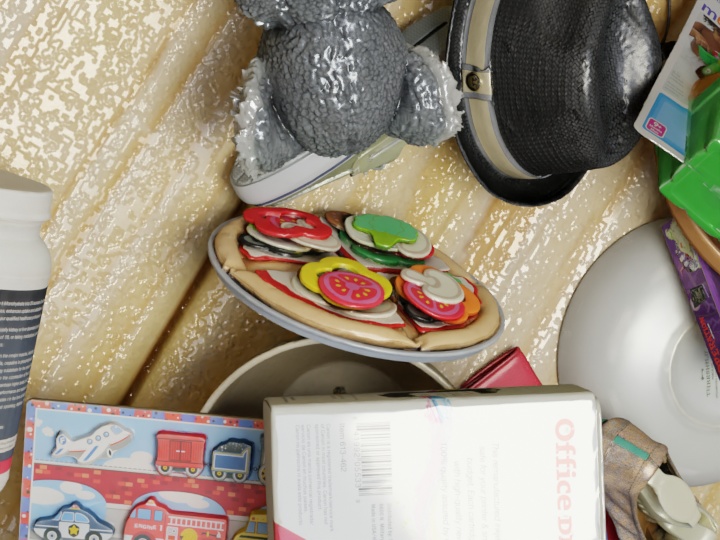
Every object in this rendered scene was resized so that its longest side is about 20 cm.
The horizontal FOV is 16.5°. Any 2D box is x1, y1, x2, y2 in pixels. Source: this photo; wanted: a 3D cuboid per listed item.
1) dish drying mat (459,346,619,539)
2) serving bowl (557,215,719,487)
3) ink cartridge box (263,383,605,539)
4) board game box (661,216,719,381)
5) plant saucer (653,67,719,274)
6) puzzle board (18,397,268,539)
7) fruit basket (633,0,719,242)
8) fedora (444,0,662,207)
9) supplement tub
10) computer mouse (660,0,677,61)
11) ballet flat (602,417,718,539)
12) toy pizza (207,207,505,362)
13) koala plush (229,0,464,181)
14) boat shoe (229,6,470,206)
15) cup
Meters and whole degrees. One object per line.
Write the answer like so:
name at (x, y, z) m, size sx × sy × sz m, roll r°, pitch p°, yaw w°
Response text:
dish drying mat at (0.131, 0.154, 1.773) m, size 0.077 × 0.018 × 0.200 m, roll -36°, pitch 109°, yaw -8°
serving bowl at (0.244, 0.063, 1.771) m, size 0.199 × 0.066 × 0.201 m, roll -4°, pitch 101°, yaw -19°
ink cartridge box at (0.044, 0.147, 1.513) m, size 0.199 × 0.083 × 0.147 m, roll -2°, pitch 91°, yaw -5°
board game box at (0.311, 0.010, 1.745) m, size 0.199 × 0.032 × 0.121 m, roll -4°, pitch 70°, yaw -34°
plant saucer at (0.282, -0.058, 1.726) m, size 0.199 × 0.037 × 0.201 m, roll 16°, pitch 56°, yaw -25°
puzzle board at (-0.116, 0.163, 1.569) m, size 0.199 × 0.017 × 0.152 m, roll 5°, pitch 102°, yaw 2°
fruit basket at (0.281, -0.093, 1.662) m, size 0.185 × 0.094 × 0.200 m, roll 41°, pitch 46°, yaw -7°
fedora at (0.142, -0.139, 1.648) m, size 0.200 × 0.091 × 0.202 m, roll -12°, pitch 106°, yaw -46°
supplement tub at (-0.270, 0.035, 1.546) m, size 0.140 × 0.140 × 0.201 m, roll 11°, pitch 97°, yaw -20°
computer mouse at (0.219, -0.191, 1.731) m, size 0.058 × 0.034 × 0.201 m, roll 5°, pitch 99°, yaw -21°
ballet flat at (0.210, 0.171, 1.730) m, size 0.068 × 0.067 × 0.200 m, roll -60°, pitch 145°, yaw -15°
toy pizza at (0.000, 0.000, 1.603) m, size 0.199 × 0.200 × 0.032 m, roll 8°, pitch 113°, yaw -20°
koala plush at (-0.025, -0.162, 1.562) m, size 0.176 × 0.184 × 0.201 m, roll -8°, pitch 96°, yaw -16°
boat shoe at (0.007, -0.096, 1.656) m, size 0.200 × 0.072 × 0.062 m, roll -34°, pitch 123°, yaw -6°
cup at (-0.012, 0.124, 1.638) m, size 0.199 × 0.143 × 0.202 m, roll 1°, pitch 103°, yaw 3°
